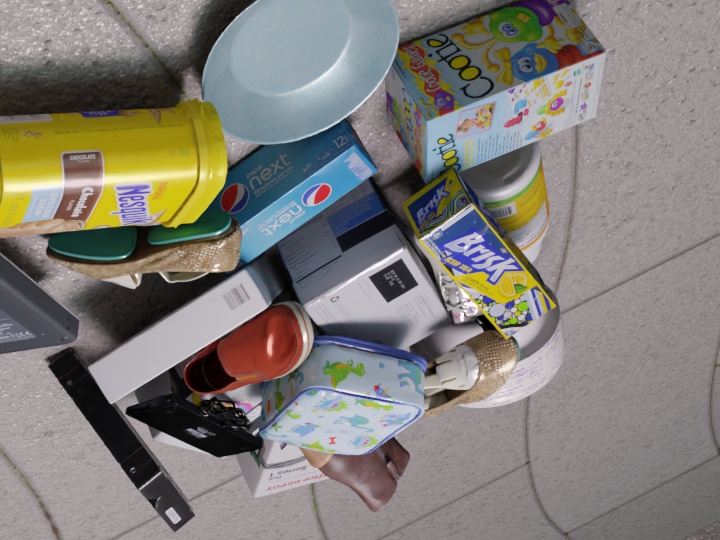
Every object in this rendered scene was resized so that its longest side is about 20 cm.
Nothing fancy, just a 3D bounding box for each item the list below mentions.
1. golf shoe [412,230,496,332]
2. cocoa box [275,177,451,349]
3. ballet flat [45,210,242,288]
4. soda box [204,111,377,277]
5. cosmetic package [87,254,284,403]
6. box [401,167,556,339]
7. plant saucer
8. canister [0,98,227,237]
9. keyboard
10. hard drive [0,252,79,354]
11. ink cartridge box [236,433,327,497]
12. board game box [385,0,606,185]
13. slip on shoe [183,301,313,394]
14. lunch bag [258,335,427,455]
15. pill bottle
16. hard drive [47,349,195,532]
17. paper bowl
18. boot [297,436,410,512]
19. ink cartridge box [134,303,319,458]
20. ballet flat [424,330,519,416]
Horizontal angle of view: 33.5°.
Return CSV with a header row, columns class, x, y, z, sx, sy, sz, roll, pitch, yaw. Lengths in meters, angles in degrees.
class,x,y,z,sx,sy,sz,roll,pitch,yaw
golf shoe,0.124,0.012,1.366,0.072,0.093,0.200,1,151,46
cocoa box,0.000,0.000,1.360,0.133,0.132,0.200,-29,148,5
ballet flat,-0.212,-0.012,1.186,0.198,0.071,0.066,-4,128,10
soda box,-0.086,-0.083,1.238,0.199,0.068,0.064,-34,149,8
cosmetic package,-0.185,0.060,1.307,0.199,0.052,0.151,-31,-174,7
box,0.127,-0.015,1.264,0.070,0.065,0.200,-34,133,12
plant saucer,-0.060,-0.204,1.119,0.199,0.039,0.202,-19,146,-13
canister,-0.237,-0.088,1.074,0.198,0.087,0.148,-7,165,-27
keyboard,-0.181,0.173,1.413,0.103,0.040,0.200,-13,153,22
hard drive,-0.381,0.026,1.150,0.138,0.033,0.200,-8,152,15
ink cartridge box,-0.078,0.214,1.643,0.145,0.085,0.201,-10,143,-26
board game box,0.135,-0.189,1.228,0.198,0.104,0.105,-22,148,-11
slip on shoe,-0.122,0.090,1.298,0.199,0.075,0.061,-27,173,42
lunch bag,-0.021,0.146,1.369,0.159,0.083,0.200,13,151,-18
pill bottle,0.162,-0.081,1.392,0.110,0.112,0.200,-27,148,-2
hard drive,-0.269,0.193,1.359,0.038,0.200,0.140,-38,149,-13
paper bowl,0.157,0.069,1.518,0.199,0.201,0.105,-22,126,-11
boot,0.001,0.187,1.541,0.166,0.201,0.072,43,143,-20
ink cartridge box,-0.155,0.135,1.475,0.200,0.083,0.145,-40,146,17
ballet flat,0.103,0.126,1.387,0.065,0.071,0.200,-4,156,-36
